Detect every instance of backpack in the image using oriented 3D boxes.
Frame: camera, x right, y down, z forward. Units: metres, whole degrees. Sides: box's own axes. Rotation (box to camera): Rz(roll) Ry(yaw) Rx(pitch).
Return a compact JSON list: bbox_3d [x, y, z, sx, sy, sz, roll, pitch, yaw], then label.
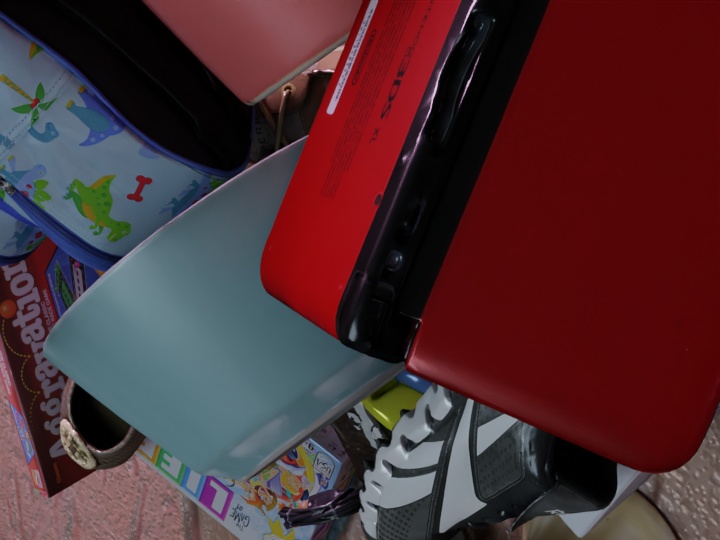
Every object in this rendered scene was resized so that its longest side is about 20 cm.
[{"bbox_3d":[-0.158,-0.092,0.706,0.200,0.183,0.147,39,114,-16],"label":"backpack"}]

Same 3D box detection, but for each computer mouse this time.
[{"bbox_3d":[0.032,0.110,0.800,0.199,0.058,0.034,-21,81,29],"label":"computer mouse"}]

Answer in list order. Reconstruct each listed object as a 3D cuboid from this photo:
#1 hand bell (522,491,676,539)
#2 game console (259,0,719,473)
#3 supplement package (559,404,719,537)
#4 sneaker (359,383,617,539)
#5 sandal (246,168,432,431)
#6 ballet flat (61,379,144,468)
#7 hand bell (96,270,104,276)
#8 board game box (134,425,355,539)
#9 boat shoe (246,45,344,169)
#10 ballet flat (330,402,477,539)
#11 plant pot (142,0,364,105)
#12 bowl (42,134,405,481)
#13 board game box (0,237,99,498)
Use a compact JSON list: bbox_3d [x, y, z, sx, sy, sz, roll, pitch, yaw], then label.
[{"bbox_3d":[0.071,0.187,0.714,0.104,0.199,0.105,17,118,36],"label":"hand bell"},{"bbox_3d":[0.068,-0.053,0.535,0.201,0.118,0.172,-67,23,2],"label":"game console"},{"bbox_3d":[0.129,0.001,0.623,0.114,0.109,0.201,46,137,17],"label":"supplement package"},{"bbox_3d":[0.060,0.079,0.602,0.091,0.066,0.201,45,135,21],"label":"sneaker"},{"bbox_3d":[0.000,0.000,0.799,0.200,0.079,0.087,44,108,26],"label":"sandal"},{"bbox_3d":[-0.155,0.076,0.914,0.067,0.046,0.200,46,136,2],"label":"ballet flat"},{"bbox_3d":[-0.193,-0.065,0.950,0.104,0.104,0.201,6,128,44],"label":"hand bell"},{"bbox_3d":[-0.097,0.099,0.953,0.199,0.034,0.135,35,135,15],"label":"board game box"},{"bbox_3d":[-0.041,-0.082,0.789,0.199,0.066,0.075,5,115,45],"label":"boat shoe"},{"bbox_3d":[0.017,0.108,0.860,0.067,0.046,0.201,-31,94,36],"label":"ballet flat"},{"bbox_3d":[-0.044,-0.187,0.654,0.200,0.200,0.178,-25,104,50],"label":"plant pot"},{"bbox_3d":[-0.039,0.025,0.683,0.105,0.200,0.201,55,140,4],"label":"bowl"},{"bbox_3d":[-0.211,0.048,1.014,0.019,0.103,0.202,8,117,44],"label":"board game box"}]
